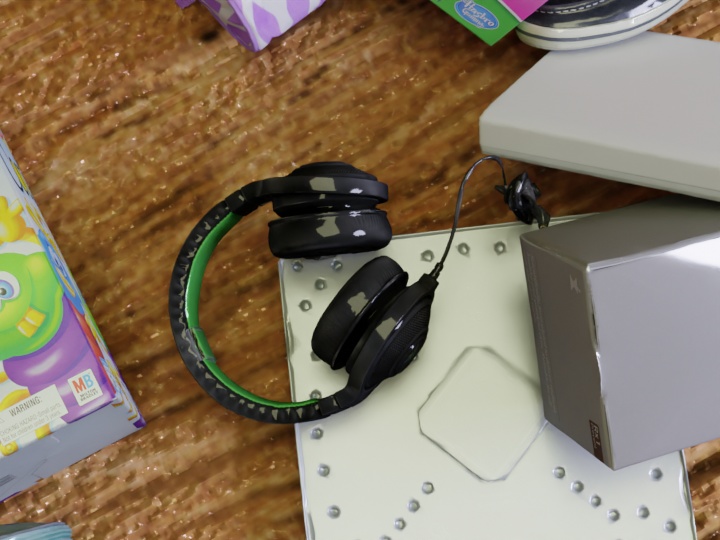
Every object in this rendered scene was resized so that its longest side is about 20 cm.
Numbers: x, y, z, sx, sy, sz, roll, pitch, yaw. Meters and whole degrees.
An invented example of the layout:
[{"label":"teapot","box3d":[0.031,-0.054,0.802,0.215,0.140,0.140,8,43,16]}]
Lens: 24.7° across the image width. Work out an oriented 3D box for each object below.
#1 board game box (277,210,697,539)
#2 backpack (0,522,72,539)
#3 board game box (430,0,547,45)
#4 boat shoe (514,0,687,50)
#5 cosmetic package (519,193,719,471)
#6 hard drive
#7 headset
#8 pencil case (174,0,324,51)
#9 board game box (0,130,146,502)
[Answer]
[{"label":"board game box","box3d":[0.065,0.077,0.867,0.199,0.026,0.201,-7,77,-1]},{"label":"backpack","box3d":[-0.173,0.198,0.769,0.199,0.176,0.154,-7,81,-4]},{"label":"board game box","box3d":[0.073,-0.214,0.796,0.153,0.200,0.040,33,49,-20]},{"label":"boat shoe","box3d":[0.166,-0.182,0.893,0.199,0.062,0.075,-29,33,-10]},{"label":"cosmetic package","box3d":[0.187,0.015,0.812,0.199,0.090,0.107,-12,106,-13]},{"label":"hard drive","box3d":[0.178,-0.078,0.826,0.199,0.026,0.132,14,36,29]},{"label":"headset","box3d":[0.000,0.000,0.849,0.199,0.094,0.124,-26,81,11]},{"label":"pencil case","box3d":[-0.015,-0.209,0.908,0.200,0.084,0.085,-40,41,-10]},{"label":"board game box","box3d":[-0.204,0.009,0.848,0.103,0.105,0.201,-27,79,-6]}]
